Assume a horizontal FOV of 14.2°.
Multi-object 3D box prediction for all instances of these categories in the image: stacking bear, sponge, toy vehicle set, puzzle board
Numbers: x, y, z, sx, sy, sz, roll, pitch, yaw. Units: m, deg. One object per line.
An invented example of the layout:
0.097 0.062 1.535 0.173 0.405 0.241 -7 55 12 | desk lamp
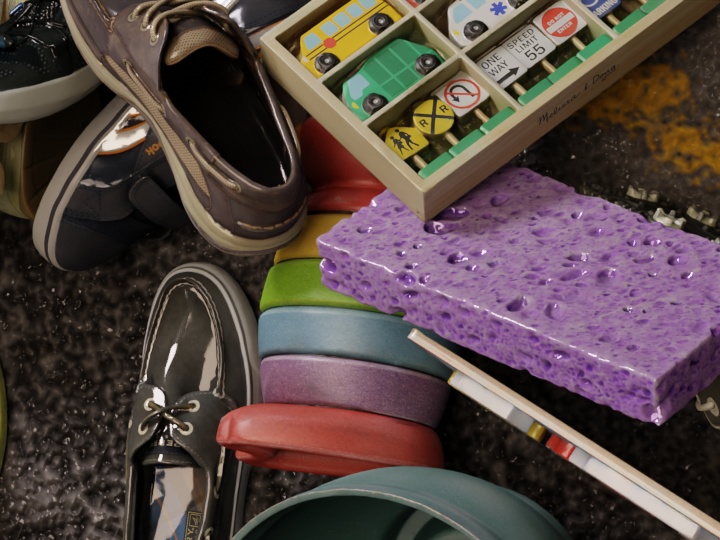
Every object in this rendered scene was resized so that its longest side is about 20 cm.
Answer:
0.000 0.000 1.466 0.113 0.121 0.201 6 81 7 | stacking bear
0.089 0.003 1.353 0.199 0.111 0.030 22 131 34 | sponge
0.065 -0.123 1.419 0.200 0.027 0.124 -37 63 -20 | toy vehicle set
0.120 0.097 1.384 0.200 0.151 0.017 32 90 21 | puzzle board

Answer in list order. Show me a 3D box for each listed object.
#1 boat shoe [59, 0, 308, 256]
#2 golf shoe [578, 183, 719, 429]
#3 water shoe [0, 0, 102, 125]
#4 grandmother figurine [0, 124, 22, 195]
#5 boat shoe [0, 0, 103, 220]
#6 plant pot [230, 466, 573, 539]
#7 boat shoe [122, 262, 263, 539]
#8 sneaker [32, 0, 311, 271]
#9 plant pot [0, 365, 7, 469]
-0.081 -0.105 1.413 0.074 0.073 0.200 -29 77 -26 | boat shoe
0.177 0.030 1.407 0.200 0.077 0.088 35 108 21 | golf shoe
-0.147 -0.147 1.490 0.071 0.200 0.079 11 128 38 | water shoe
-0.265 -0.077 1.574 0.199 0.061 0.122 2 64 45 | grandmother figurine
-0.169 -0.128 1.563 0.063 0.073 0.202 13 100 47 | boat shoe
0.038 0.181 1.409 0.199 0.134 0.201 8 109 26 | plant pot
-0.092 0.095 1.523 0.068 0.057 0.201 1 88 23 | boat shoe
-0.089 -0.065 1.518 0.079 0.078 0.200 45 102 24 | sneaker
-0.322 0.079 1.551 0.199 0.184 0.202 -1 86 23 | plant pot
